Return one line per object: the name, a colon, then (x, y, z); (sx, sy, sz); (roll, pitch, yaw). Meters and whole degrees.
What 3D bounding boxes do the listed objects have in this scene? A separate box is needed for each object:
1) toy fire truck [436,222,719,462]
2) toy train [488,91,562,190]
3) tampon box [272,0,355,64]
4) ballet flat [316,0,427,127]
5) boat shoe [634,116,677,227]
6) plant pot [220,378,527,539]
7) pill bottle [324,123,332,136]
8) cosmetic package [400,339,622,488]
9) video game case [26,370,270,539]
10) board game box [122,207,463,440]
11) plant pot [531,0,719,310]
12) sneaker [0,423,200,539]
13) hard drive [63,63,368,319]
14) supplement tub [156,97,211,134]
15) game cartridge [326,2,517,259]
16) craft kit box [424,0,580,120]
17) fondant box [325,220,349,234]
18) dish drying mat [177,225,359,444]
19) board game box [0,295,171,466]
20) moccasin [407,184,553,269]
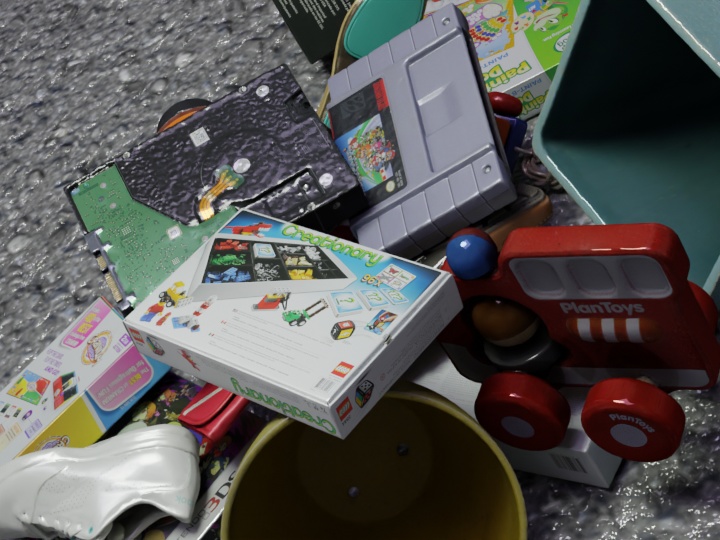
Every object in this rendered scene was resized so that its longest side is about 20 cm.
toy fire truck: (0.134, 0.029, 1.038); (0.199, 0.168, 0.113); (1, 50, 34)
toy train: (0.093, -0.113, 1.304); (0.199, 0.116, 0.085); (18, 90, 30)
tampon box: (0.001, -0.320, 1.565); (0.199, 0.127, 0.150); (-30, 19, 6)
ballet flat: (0.000, -0.189, 1.462); (0.201, 0.068, 0.063); (-64, 12, 7)
boat shoe: (0.204, -0.073, 1.248); (0.061, 0.073, 0.201); (-20, 46, 11)
plant pot: (0.006, 0.154, 1.091); (0.199, 0.201, 0.142); (-30, 15, 5)
pill bottle: (-0.098, -0.035, 1.281); (0.111, 0.112, 0.200); (4, 46, 37)
cosmetic package: (0.121, 0.071, 1.177); (0.199, 0.052, 0.151); (7, 56, 40)
video game case: (-0.167, 0.175, 1.286); (0.199, 0.036, 0.181); (21, 63, 46)
board game box: (-0.047, 0.028, 1.044); (0.199, 0.035, 0.126); (18, 53, 41)
plant pot: (0.274, -0.119, 1.125); (0.199, 0.197, 0.196); (-22, 58, -28)
sneaker: (-0.217, 0.186, 1.231); (0.199, 0.075, 0.089); (-19, 53, 17)
hard drive: (-0.111, -0.055, 1.197); (0.199, 0.038, 0.140); (-30, 57, -3)
supplement tub: (-0.134, -0.081, 1.465); (0.107, 0.107, 0.200); (-32, 39, 3)
game cartridge: (0.040, -0.103, 1.210); (0.129, 0.038, 0.201); (-27, 47, 17)
craft kit box: (0.123, -0.207, 1.463); (0.199, 0.049, 0.198); (-26, 43, 10)
fondant box: (0.000, 0.000, 1.289); (0.200, 0.058, 0.144); (-50, 24, -13)
dish drying mat: (-0.066, 0.045, 1.229); (0.200, 0.018, 0.077); (-52, 20, -12)
board game box: (-0.266, 0.120, 1.369); (0.200, 0.040, 0.153); (-44, 24, -7)
moccasin: (0.066, 0.014, 1.186); (0.201, 0.078, 0.074); (-44, 24, -6)
